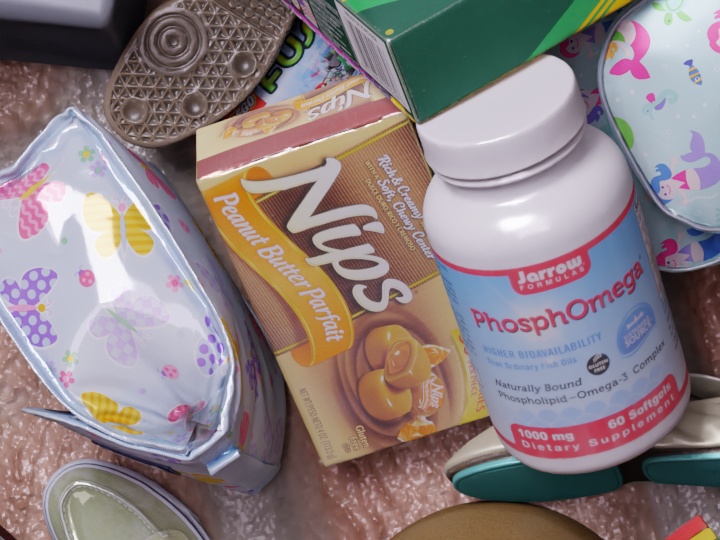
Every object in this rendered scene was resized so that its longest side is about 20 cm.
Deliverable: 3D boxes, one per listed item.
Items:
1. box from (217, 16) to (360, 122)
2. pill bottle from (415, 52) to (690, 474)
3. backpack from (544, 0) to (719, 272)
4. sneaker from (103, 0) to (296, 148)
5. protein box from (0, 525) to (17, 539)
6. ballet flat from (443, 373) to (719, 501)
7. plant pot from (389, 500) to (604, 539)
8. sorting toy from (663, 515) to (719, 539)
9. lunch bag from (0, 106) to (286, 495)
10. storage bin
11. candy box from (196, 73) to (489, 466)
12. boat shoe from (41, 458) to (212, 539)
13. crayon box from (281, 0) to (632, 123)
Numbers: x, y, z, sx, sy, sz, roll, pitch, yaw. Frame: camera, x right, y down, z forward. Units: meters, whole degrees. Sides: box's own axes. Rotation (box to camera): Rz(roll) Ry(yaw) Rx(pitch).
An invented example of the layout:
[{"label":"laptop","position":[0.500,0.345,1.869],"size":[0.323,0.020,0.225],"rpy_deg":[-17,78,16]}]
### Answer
[{"label":"box","position":[0.015,-0.127,1.558],"size":[0.200,0.035,0.110],"rpy_deg":[-52,48,1]},{"label":"pill bottle","position":[0.095,-0.004,1.434],"size":[0.108,0.109,0.201],"rpy_deg":[-16,122,8]},{"label":"backpack","position":[0.192,-0.095,1.486],"size":[0.199,0.151,0.178],"rpy_deg":[-25,94,21]},{"label":"sneaker","position":[-0.065,-0.148,1.582],"size":[0.070,0.076,0.200],"rpy_deg":[42,91,-4]},{"label":"protein box","position":[-0.240,0.240,1.502],"size":[0.200,0.135,0.199],"rpy_deg":[43,96,-8]},{"label":"ballet flat","position":[0.145,0.087,1.525],"size":[0.199,0.069,0.070],"rpy_deg":[-1,83,9]},{"label":"plant pot","position":[0.055,0.210,1.452],"size":[0.185,0.200,0.188],"rpy_deg":[-1,84,11]},{"label":"sorting toy","position":[0.233,0.186,1.443],"size":[0.200,0.070,0.199],"rpy_deg":[-38,122,2]},{"label":"lunch bag","position":[-0.123,0.033,1.520],"size":[0.127,0.170,0.200],"rpy_deg":[-37,79,3]},{"label":"storage bin","position":[-0.187,-0.179,1.555],"size":[0.134,0.200,0.146],"rpy_deg":[9,85,0]},{"label":"candy box","position":[0.000,0.000,1.501],"size":[0.115,0.055,0.201],"rpy_deg":[-18,122,7]},{"label":"boat shoe","position":[-0.101,0.178,1.554],"size":[0.200,0.062,0.072],"rpy_deg":[44,92,12]},{"label":"crayon box","position":[0.049,-0.177,1.457],"size":[0.172,0.058,0.200],"rpy_deg":[-31,38,-11]}]
